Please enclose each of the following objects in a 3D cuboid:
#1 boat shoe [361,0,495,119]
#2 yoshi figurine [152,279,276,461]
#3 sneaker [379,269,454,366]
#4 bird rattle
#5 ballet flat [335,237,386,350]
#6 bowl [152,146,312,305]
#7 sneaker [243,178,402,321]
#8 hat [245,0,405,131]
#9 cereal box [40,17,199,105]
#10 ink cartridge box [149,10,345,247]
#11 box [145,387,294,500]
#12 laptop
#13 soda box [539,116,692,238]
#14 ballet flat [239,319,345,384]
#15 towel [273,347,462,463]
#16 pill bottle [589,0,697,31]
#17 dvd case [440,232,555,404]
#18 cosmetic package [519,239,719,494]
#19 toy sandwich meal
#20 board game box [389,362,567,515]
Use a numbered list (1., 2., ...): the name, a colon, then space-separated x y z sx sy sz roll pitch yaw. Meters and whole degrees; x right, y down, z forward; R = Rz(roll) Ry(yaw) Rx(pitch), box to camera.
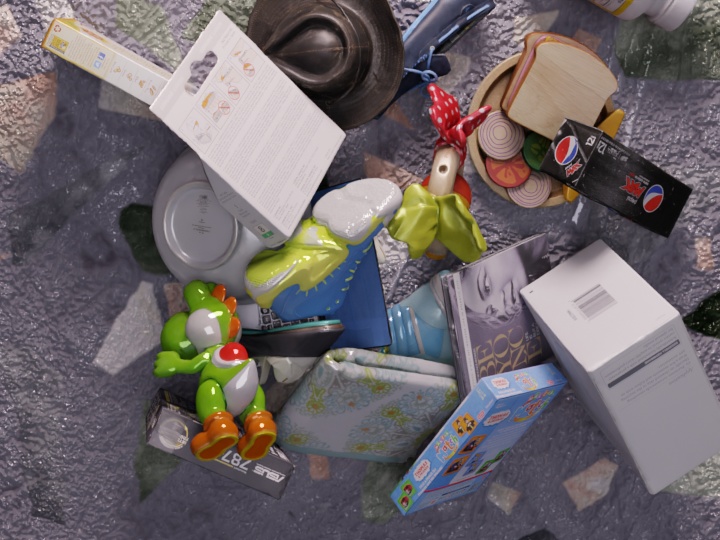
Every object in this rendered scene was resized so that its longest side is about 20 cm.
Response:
1. boat shoe: 0.079 -0.250 1.415 0.068 0.084 0.201 39 96 1
2. yoshi figurine: -0.162 0.111 1.324 0.110 0.113 0.202 -18 60 -1
3. sneaker: 0.098 0.105 1.491 0.129 0.080 0.202 -27 111 14
4. bird rattle: 0.091 -0.100 1.410 0.110 0.164 0.203 4 68 3
5. ballet flat: 0.000 0.000 1.463 0.062 0.067 0.204 3 106 -8
6. bowl: -0.159 -0.054 1.383 0.198 0.090 0.205 3 100 20
7. sneaker: -0.031 -0.016 1.353 0.198 0.076 0.106 -32 136 -1
8. hat: -0.054 -0.241 1.371 0.197 0.081 0.204 6 106 21
9. cereal box: -0.245 -0.214 1.358 0.198 0.144 0.040 29 96 -9
10. ink cartridge box: -0.123 -0.149 1.313 0.200 0.050 0.162 41 54 -19
11. box: -0.164 0.194 1.408 0.159 0.200 0.050 27 86 -10
12. laptop: -0.080 0.009 1.413 0.196 0.116 0.191 -11 90 -4
13. soda box: 0.298 -0.105 1.427 0.198 0.063 0.072 22 98 -41
14. ballet flat: -0.100 0.093 1.388 0.197 0.073 0.074 -5 103 32
15. towel: 0.011 0.157 1.436 0.197 0.049 0.172 10 137 -26
16. pill bottle: 0.290 -0.356 1.406 0.198 0.111 0.113 27 96 -10
17. dvd case: 0.170 0.053 1.448 0.198 0.016 0.151 -21 106 -44
18. cosmetic package: 0.306 0.107 1.418 0.122 0.200 0.201 -31 120 0
19. toy sandwich meal: 0.221 -0.171 1.451 0.201 0.070 0.209 -1 100 -6
20. board game box: 0.138 0.196 1.440 0.037 0.150 0.201 50 122 25
